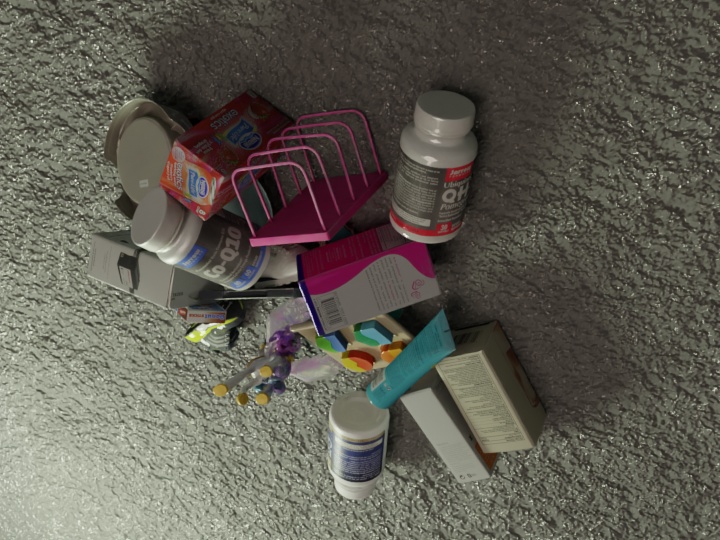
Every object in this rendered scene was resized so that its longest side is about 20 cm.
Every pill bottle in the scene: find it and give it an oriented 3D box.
[{"bbox_3d":[0.105,-0.147,1.309,0.110,0.111,0.201,20,131,16],"label":"pill bottle"},{"bbox_3d":[-0.006,0.332,1.728,0.111,0.111,0.201,17,130,18],"label":"pill bottle"},{"bbox_3d":[-0.248,-0.050,1.444,0.114,0.114,0.200,-22,146,39],"label":"pill bottle"}]

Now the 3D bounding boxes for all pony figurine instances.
[{"bbox_3d":[-0.148,0.159,1.654,0.192,0.200,0.167,-24,103,23],"label":"pony figurine"}]

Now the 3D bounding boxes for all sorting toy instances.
[{"bbox_3d":[0.007,0.126,1.556,0.185,0.037,0.200,-14,145,36],"label":"sorting toy"}]

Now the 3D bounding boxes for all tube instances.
[{"bbox_3d":[0.083,0.150,1.492,0.050,0.078,0.200,9,137,-36],"label":"tube"}]

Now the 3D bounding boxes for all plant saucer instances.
[{"bbox_3d":[-0.230,-0.111,1.551,0.200,0.039,0.202,11,123,17],"label":"plant saucer"}]

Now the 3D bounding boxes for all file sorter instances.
[{"bbox_3d":[-0.075,-0.141,1.360,0.138,0.200,0.126,-3,119,32],"label":"file sorter"}]

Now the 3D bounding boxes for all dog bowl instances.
[{"bbox_3d":[-0.337,-0.178,1.512,0.199,0.059,0.201,5,98,39],"label":"dog bowl"}]

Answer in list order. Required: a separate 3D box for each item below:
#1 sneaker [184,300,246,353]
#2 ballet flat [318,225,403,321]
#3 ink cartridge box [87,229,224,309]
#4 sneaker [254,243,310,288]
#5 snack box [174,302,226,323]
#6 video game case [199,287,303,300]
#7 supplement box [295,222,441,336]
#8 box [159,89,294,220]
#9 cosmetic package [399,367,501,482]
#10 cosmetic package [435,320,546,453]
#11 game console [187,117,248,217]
[{"bbox_3d":[-0.255,0.105,1.732,0.081,0.074,0.200,39,150,-16],"label":"sneaker"},{"bbox_3d":[0.000,0.000,1.521,0.200,0.076,0.064,55,162,-10],"label":"ballet flat"},{"bbox_3d":[-0.355,-0.007,1.626,0.199,0.145,0.084,19,105,30],"label":"ink cartridge box"},{"bbox_3d":[-0.128,-0.018,1.545,0.200,0.076,0.081,-8,95,51],"label":"sneaker"},{"bbox_3d":[-0.308,0.055,1.660,0.200,0.072,0.024,27,109,58],"label":"snack box"},{"bbox_3d":[-0.155,0.040,1.587,0.199,0.143,0.019,-4,88,31],"label":"video game case"},{"bbox_3d":[0.011,0.006,1.423,0.199,0.103,0.102,-18,116,3],"label":"supplement box"},{"bbox_3d":[-0.200,-0.178,1.402,0.095,0.200,0.100,38,133,4],"label":"box"},{"bbox_3d":[0.162,0.252,1.579,0.071,0.102,0.200,-21,111,38],"label":"cosmetic package"},{"bbox_3d":[0.213,0.192,1.513,0.103,0.087,0.201,-14,114,35],"label":"cosmetic package"},{"bbox_3d":[-0.295,-0.152,1.594,0.176,0.031,0.200,-15,115,37],"label":"game console"}]
